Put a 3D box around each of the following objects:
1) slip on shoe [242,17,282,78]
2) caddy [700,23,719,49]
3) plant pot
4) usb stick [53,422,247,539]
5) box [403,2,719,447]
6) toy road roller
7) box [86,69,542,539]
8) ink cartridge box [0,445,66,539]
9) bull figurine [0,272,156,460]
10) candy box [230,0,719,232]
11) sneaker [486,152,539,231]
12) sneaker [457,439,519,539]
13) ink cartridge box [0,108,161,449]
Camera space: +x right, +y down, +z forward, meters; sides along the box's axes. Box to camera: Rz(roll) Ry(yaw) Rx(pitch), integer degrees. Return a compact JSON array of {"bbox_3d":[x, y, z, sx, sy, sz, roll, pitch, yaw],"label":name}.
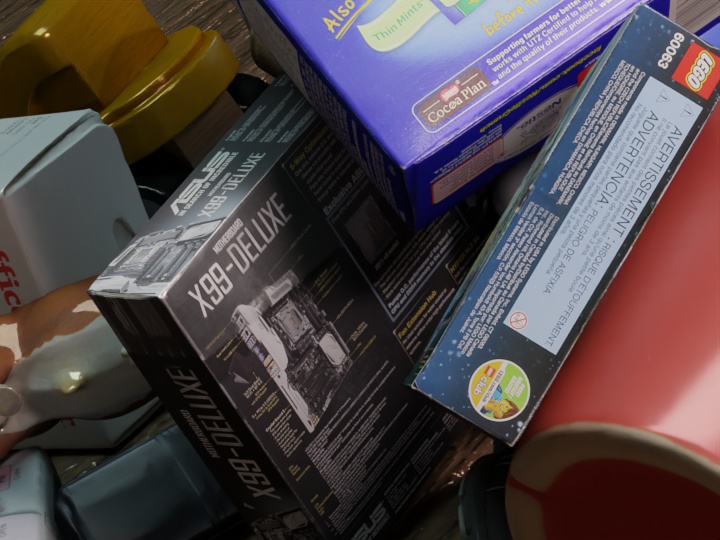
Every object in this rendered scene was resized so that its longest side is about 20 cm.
[{"bbox_3d":[-0.027,-0.114,1.428,0.060,0.076,0.200,-4,45,-13],"label":"slip on shoe"},{"bbox_3d":[0.088,-0.124,1.202,0.141,0.105,0.200,14,4,-25],"label":"caddy"},{"bbox_3d":[0.153,0.048,0.922,0.200,0.201,0.177,3,42,45],"label":"plant pot"},{"bbox_3d":[-0.039,0.073,1.190,0.200,0.056,0.033,-29,-20,-19],"label":"usb stick"},{"bbox_3d":[0.065,-0.010,0.925,0.137,0.038,0.200,-60,-1,-1],"label":"box"},{"bbox_3d":[-0.145,-0.071,1.442,0.200,0.146,0.123,-21,21,39],"label":"toy road roller"},{"bbox_3d":[0.000,0.000,1.127,0.050,0.158,0.200,5,47,47],"label":"box"},{"bbox_3d":[-0.220,0.155,1.162,0.199,0.057,0.163,-16,22,0],"label":"ink cartridge box"},{"bbox_3d":[-0.100,0.030,1.200,0.200,0.065,0.121,-26,20,13],"label":"bull figurine"},{"bbox_3d":[0.027,-0.144,1.069,0.169,0.200,0.077,-34,-19,-9],"label":"candy box"},{"bbox_3d":[0.152,-0.028,1.092,0.199,0.088,0.075,12,56,1],"label":"sneaker"},{"bbox_3d":[0.084,0.085,1.019,0.079,0.076,0.200,-12,24,14],"label":"sneaker"},{"bbox_3d":[-0.196,0.009,1.347,0.200,0.146,0.084,-4,28,37],"label":"ink cartridge box"}]
